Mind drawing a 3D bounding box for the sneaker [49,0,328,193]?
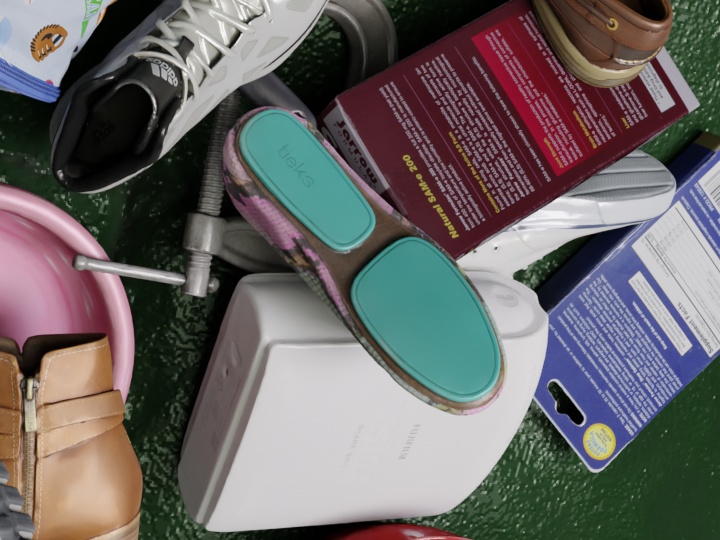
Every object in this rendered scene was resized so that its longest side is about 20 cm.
[{"bbox_3d":[-0.076,-0.106,0.885,0.076,0.115,0.200,43,97,-14],"label":"sneaker"}]

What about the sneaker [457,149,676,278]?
[{"bbox_3d":[0.095,-0.033,1.088,0.199,0.073,0.071,-6,134,-21],"label":"sneaker"}]

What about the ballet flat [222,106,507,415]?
[{"bbox_3d":[0.000,0.000,0.942,0.069,0.071,0.200,-38,78,-22],"label":"ballet flat"}]

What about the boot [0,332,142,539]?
[{"bbox_3d":[-0.212,0.115,0.933,0.199,0.077,0.156,-6,103,-12],"label":"boot"}]

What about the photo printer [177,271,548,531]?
[{"bbox_3d":[0.008,0.076,1.047,0.199,0.070,0.167,0,132,-27],"label":"photo printer"}]

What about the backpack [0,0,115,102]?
[{"bbox_3d":[-0.209,-0.150,0.837,0.190,0.200,0.155,23,104,-33],"label":"backpack"}]

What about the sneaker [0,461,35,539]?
[{"bbox_3d":[-0.236,0.113,0.876,0.115,0.201,0.075,-33,157,5],"label":"sneaker"}]

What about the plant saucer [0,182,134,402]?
[{"bbox_3d":[-0.223,0.044,0.971,0.199,0.051,0.202,-8,110,-23],"label":"plant saucer"}]

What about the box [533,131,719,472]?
[{"bbox_3d":[0.186,0.022,1.159,0.200,0.032,0.121,-43,119,-7],"label":"box"}]

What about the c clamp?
[{"bbox_3d":[-0.054,-0.075,0.995,0.170,0.027,0.201,18,86,-33],"label":"c clamp"}]

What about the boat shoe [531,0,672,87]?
[{"bbox_3d":[0.104,-0.197,0.984,0.072,0.068,0.201,-33,87,-25],"label":"boat shoe"}]

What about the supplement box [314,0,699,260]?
[{"bbox_3d":[0.081,-0.085,1.013,0.199,0.061,0.109,-30,87,-25],"label":"supplement box"}]

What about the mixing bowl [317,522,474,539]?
[{"bbox_3d":[0.010,0.232,1.109,0.199,0.108,0.201,-8,111,-21],"label":"mixing bowl"}]

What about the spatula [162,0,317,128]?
[{"bbox_3d":[-0.094,-0.142,0.948,0.057,0.021,0.200,-46,103,-8],"label":"spatula"}]
